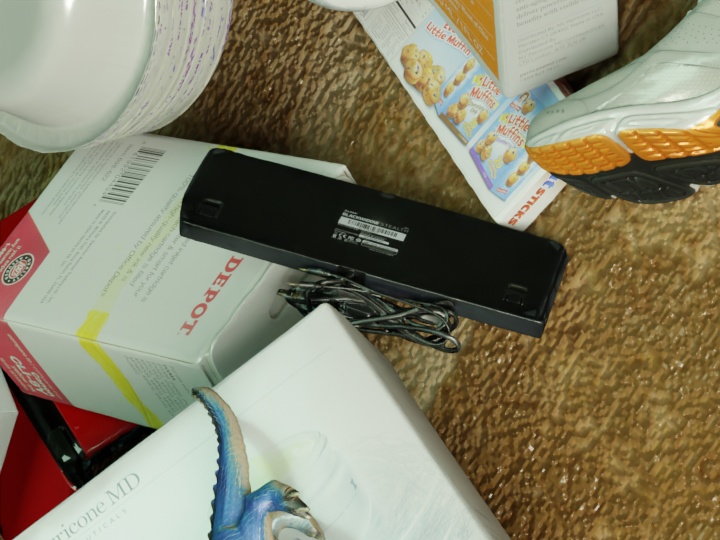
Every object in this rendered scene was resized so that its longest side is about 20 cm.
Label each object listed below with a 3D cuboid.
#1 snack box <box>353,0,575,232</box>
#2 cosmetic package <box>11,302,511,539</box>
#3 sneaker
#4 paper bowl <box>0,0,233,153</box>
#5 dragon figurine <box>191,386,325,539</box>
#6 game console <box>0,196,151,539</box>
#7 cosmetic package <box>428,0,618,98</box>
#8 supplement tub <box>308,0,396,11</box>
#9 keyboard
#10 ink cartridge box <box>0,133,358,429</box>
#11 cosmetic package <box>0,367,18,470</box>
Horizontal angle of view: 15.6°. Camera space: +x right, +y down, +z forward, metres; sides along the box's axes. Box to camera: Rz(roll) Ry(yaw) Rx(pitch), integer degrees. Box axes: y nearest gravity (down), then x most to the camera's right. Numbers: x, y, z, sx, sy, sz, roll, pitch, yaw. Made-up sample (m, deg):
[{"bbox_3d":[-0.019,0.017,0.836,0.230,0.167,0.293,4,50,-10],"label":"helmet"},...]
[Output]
[{"bbox_3d":[0.058,-0.112,1.421,0.072,0.024,0.200,-47,49,18],"label":"snack box"},{"bbox_3d":[-0.028,0.162,1.263,0.199,0.123,0.200,-37,66,3],"label":"cosmetic package"},{"bbox_3d":[0.171,-0.097,1.286,0.199,0.076,0.093,-15,58,31],"label":"sneaker"},{"bbox_3d":[-0.173,-0.165,1.436,0.200,0.104,0.202,14,112,39],"label":"paper bowl"},{"bbox_3d":[-0.056,0.147,1.171,0.099,0.059,0.201,-32,75,-5],"label":"dragon figurine"},{"bbox_3d":[-0.170,0.068,1.577,0.172,0.119,0.200,-32,49,-8],"label":"game console"},{"bbox_3d":[0.075,-0.198,1.317,0.071,0.201,0.102,-22,47,-14],"label":"cosmetic package"},{"bbox_3d":[-0.043,-0.231,1.460,0.200,0.122,0.123,36,100,47],"label":"supplement tub"},{"bbox_3d":[0.000,0.000,1.339,0.199,0.104,0.040,16,127,9],"label":"keyboard"},{"bbox_3d":[-0.100,0.008,1.442,0.199,0.084,0.145,11,55,42],"label":"ink cartridge box"},{"bbox_3d":[-0.267,0.098,1.579,0.151,0.051,0.201,65,146,38],"label":"cosmetic package"}]
